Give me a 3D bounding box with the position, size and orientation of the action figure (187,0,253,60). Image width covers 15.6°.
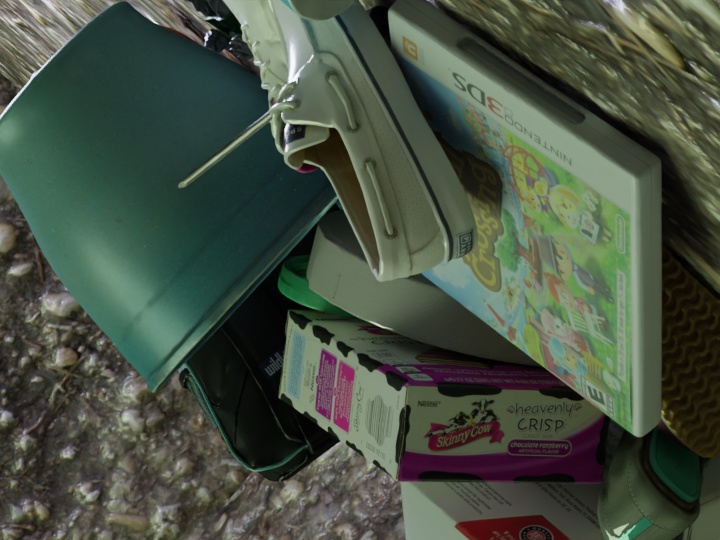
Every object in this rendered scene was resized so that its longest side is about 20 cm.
[{"bbox_3d":[-0.071,-0.158,1.671,0.200,0.055,0.118,38,173,-22],"label":"action figure"}]

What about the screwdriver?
[{"bbox_3d":[-0.043,-0.092,1.508,0.029,0.028,0.200,13,145,-32],"label":"screwdriver"}]

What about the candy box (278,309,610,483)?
[{"bbox_3d":[0.048,0.074,1.590,0.135,0.062,0.200,3,-170,-23],"label":"candy box"}]

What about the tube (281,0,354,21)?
[{"bbox_3d":[-0.069,-0.198,1.403,0.200,0.050,0.078,42,170,44],"label":"tube"}]

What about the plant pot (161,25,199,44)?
[{"bbox_3d":[-0.120,-0.069,2.055,0.177,0.201,0.200,25,167,30],"label":"plant pot"}]

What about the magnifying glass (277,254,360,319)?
[{"bbox_3d":[0.000,0.000,1.713,0.079,0.023,0.200,15,-169,9],"label":"magnifying glass"}]

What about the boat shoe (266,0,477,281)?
[{"bbox_3d":[-0.014,-0.082,1.395,0.201,0.069,0.071,62,165,16],"label":"boat shoe"}]

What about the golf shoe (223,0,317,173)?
[{"bbox_3d":[-0.032,-0.115,1.537,0.200,0.092,0.075,41,176,11],"label":"golf shoe"}]

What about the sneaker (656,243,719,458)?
[{"bbox_3d":[0.151,0.021,1.493,0.200,0.075,0.090,53,167,-25],"label":"sneaker"}]

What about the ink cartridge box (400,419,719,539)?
[{"bbox_3d":[0.146,0.153,1.632,0.144,0.199,0.084,38,142,49],"label":"ink cartridge box"}]

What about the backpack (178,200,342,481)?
[{"bbox_3d":[-0.056,0.028,1.871,0.201,0.175,0.153,54,-179,5],"label":"backpack"}]

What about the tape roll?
[{"bbox_3d":[0.065,0.009,1.627,0.201,0.037,0.203,14,-167,-3],"label":"tape roll"}]

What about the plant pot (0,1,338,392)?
[{"bbox_3d":[-0.128,-0.061,1.663,0.188,0.200,0.200,44,174,0],"label":"plant pot"}]

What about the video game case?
[{"bbox_3d":[0.087,-0.027,1.387,0.182,0.022,0.201,38,151,33],"label":"video game case"}]

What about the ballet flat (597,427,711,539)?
[{"bbox_3d":[0.175,0.106,1.561,0.067,0.064,0.200,42,-154,-3],"label":"ballet flat"}]
